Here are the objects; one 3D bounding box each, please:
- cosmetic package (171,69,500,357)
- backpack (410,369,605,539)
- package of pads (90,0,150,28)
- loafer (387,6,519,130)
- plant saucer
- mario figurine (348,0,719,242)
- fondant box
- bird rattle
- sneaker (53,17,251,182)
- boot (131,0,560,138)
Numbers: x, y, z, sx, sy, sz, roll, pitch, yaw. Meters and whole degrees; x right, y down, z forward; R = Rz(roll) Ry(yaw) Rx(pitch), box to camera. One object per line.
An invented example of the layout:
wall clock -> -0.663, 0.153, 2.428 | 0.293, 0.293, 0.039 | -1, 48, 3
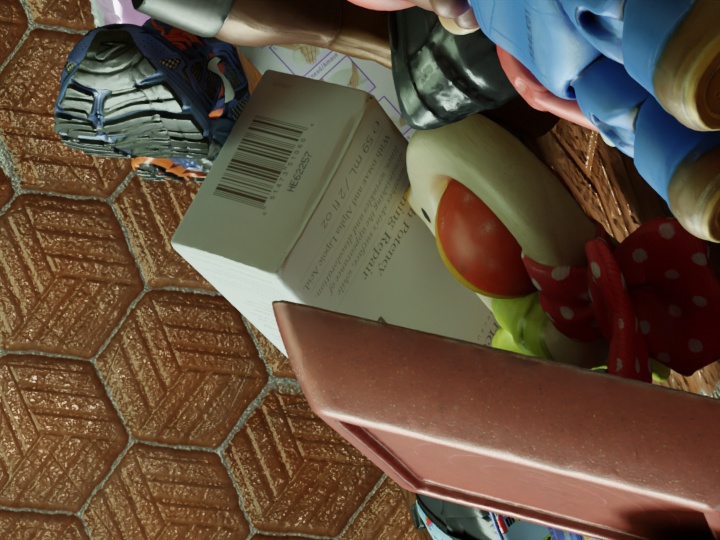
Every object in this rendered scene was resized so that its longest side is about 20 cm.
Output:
cosmetic package -> 0.000, 0.000, 0.887 | 0.074, 0.102, 0.200 | 18, 163, 36
backpack -> 0.086, 0.094, 1.048 | 0.200, 0.134, 0.184 | -129, 16, -71
package of pads -> -0.087, -0.225, 1.054 | 0.076, 0.199, 0.121 | 54, 171, 42
loafer -> 0.037, -0.129, 0.678 | 0.068, 0.070, 0.201 | 37, -146, -27
plant saucer -> 0.077, 0.075, 0.716 | 0.200, 0.199, 0.037 | 51, -127, -67
mario figurine -> 0.068, -0.101, 0.525 | 0.200, 0.105, 0.124 | 46, 126, 41
fondant box -> 0.006, -0.097, 1.018 | 0.200, 0.058, 0.144 | 45, -170, -25
bird rattle -> 0.074, 0.003, 0.774 | 0.163, 0.113, 0.200 | 49, 176, 6
sneaker -> -0.097, -0.091, 0.862 | 0.200, 0.075, 0.079 | 44, -133, -82
boot -> -0.004, -0.153, 0.824 | 0.189, 0.199, 0.069 | -105, 35, -52
